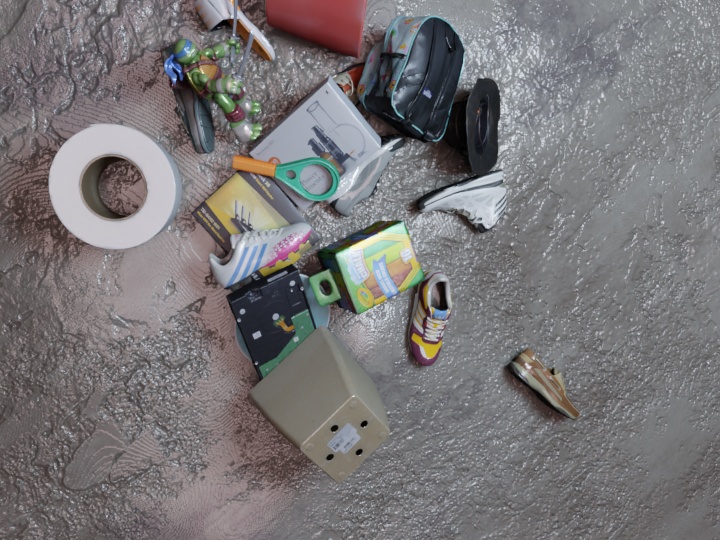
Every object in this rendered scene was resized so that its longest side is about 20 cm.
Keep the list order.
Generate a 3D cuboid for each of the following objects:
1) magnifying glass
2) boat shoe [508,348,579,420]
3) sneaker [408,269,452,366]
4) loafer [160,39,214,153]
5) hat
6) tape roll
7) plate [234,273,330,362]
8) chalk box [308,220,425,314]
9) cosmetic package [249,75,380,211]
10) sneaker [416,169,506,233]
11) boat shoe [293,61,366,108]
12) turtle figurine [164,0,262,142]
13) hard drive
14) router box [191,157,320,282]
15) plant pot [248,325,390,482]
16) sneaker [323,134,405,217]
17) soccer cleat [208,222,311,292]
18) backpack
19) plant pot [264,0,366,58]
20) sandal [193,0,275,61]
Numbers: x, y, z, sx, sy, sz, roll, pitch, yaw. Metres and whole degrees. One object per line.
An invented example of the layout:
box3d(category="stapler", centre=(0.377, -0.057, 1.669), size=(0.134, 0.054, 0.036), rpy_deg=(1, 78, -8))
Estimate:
box3d(category="magnifying glass", centre=(-0.135, -0.177, 1.092), size=(0.196, 0.023, 0.081), rpy_deg=(12, 122, -4))
box3d(category="boat shoe", centre=(0.415, 0.249, 1.315), size=(0.199, 0.076, 0.074), rpy_deg=(41, 84, -15))
box3d(category="sneaker", centre=(0.145, 0.103, 1.225), size=(0.073, 0.090, 0.205), rpy_deg=(0, 97, -13))
box3d(category="loafer", centre=(-0.314, -0.309, 1.089), size=(0.062, 0.072, 0.205), rpy_deg=(-9, 93, 9))
box3d(category="hat", centre=(0.213, -0.282, 1.180), size=(0.080, 0.199, 0.205), rpy_deg=(6, 98, 30))
box3d(category="tape roll", centre=(-0.417, -0.144, 1.041), size=(0.198, 0.139, 0.208), rpy_deg=(-1, 97, -12))
box3d(category="plate", centre=(-0.152, 0.095, 1.166), size=(0.197, 0.026, 0.204), rpy_deg=(-12, 117, -24))
box3d(category="chalk box", centre=(0.000, 0.000, 1.148), size=(0.197, 0.124, 0.127), rpy_deg=(-27, 103, -17))
box3d(category="cosmetic package", centre=(-0.083, -0.229, 1.101), size=(0.199, 0.052, 0.151), rpy_deg=(-36, 112, 21))
box3d(category="sneaker", centre=(0.216, -0.124, 1.220), size=(0.197, 0.076, 0.118), rpy_deg=(-19, 99, -12))
box3d(category="boat shoe", centre=(-0.044, -0.337, 1.142), size=(0.198, 0.063, 0.072), rpy_deg=(-32, 101, -8))
box3d(category="turtle figurine", centre=(-0.211, -0.333, 1.025), size=(0.200, 0.144, 0.195), rpy_deg=(-44, 145, -8))
box3d(category="hard drive", centre=(-0.156, 0.103, 1.125), size=(0.138, 0.038, 0.203), rpy_deg=(-26, 124, -17))
box3d(category="router box", centre=(-0.197, -0.086, 1.143), size=(0.157, 0.052, 0.201), rpy_deg=(-42, 104, -4))
box3d(category="plant pot", centre=(-0.059, 0.268, 1.126), size=(0.199, 0.177, 0.201), rpy_deg=(-42, 125, -5))
box3d(category="sneaker", centre=(0.014, -0.190, 1.175), size=(0.200, 0.074, 0.079), rpy_deg=(-43, 113, 2))
box3d(category="soccer cleat", centre=(-0.184, -0.044, 1.085), size=(0.198, 0.070, 0.087), rpy_deg=(-34, 109, -6))
box3d(category="backpack", centre=(0.099, -0.363, 1.111), size=(0.174, 0.152, 0.203), rpy_deg=(19, 97, -44))
box3d(category="plant pot", centre=(-0.072, -0.496, 1.059), size=(0.173, 0.200, 0.205), rpy_deg=(9, 95, -2))
box3d(category="sandal", centre=(-0.241, -0.445, 1.073), size=(0.206, 0.079, 0.059), rpy_deg=(44, 80, -16))
